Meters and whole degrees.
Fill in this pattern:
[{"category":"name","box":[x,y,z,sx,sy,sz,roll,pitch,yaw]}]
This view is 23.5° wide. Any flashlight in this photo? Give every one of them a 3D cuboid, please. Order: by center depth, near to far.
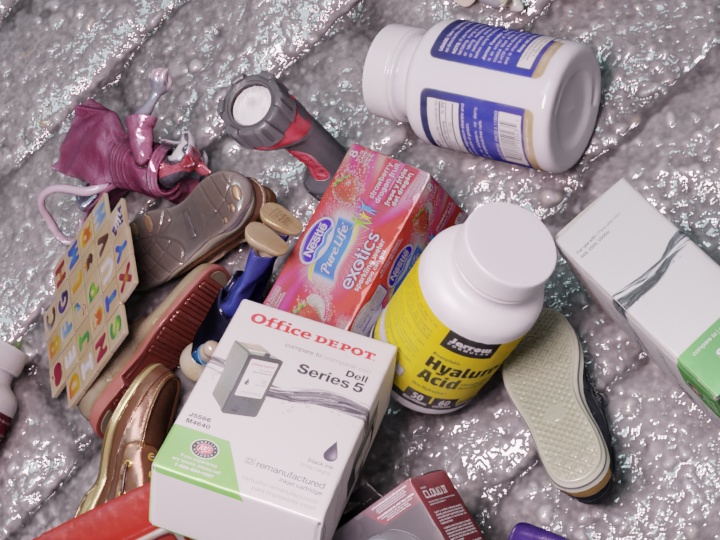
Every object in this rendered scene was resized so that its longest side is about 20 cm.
[{"category":"flashlight","box":[-0.059,-0.113,1.593,0.067,0.200,0.068,24,80,30]}]

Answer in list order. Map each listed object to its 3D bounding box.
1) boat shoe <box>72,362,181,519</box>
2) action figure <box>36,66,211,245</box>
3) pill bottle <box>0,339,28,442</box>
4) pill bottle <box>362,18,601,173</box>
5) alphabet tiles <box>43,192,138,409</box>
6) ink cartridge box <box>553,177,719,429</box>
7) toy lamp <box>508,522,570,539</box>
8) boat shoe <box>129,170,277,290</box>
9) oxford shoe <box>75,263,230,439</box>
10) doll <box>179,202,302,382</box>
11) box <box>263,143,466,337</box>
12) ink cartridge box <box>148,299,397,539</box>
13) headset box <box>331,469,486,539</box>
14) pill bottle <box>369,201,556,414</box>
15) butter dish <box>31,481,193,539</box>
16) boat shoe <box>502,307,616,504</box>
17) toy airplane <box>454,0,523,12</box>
[{"category":"boat shoe","box":[-0.206,0.188,1.616,0.067,0.072,0.201,17,83,24]},{"category":"action figure","box":[-0.227,-0.106,1.691,0.199,0.134,0.149,11,51,48]},{"category":"pill bottle","box":[-0.407,0.155,1.693,0.113,0.113,0.201,20,78,30]},{"category":"pill bottle","box":[0.108,-0.166,1.587,0.199,0.120,0.120,16,76,29]},{"category":"alphabet tiles","box":[-0.263,0.029,1.669,0.200,0.006,0.167,-50,42,41]},{"category":"ink cartridge box","box":[0.264,0.036,1.416,0.083,0.147,0.200,-43,59,1]},{"category":"toy lamp","box":[0.084,0.236,1.467,0.199,0.058,0.059,3,70,24]},{"category":"boat shoe","box":[-0.160,-0.032,1.684,0.199,0.072,0.076,-25,72,35]},{"category":"oxford shoe","box":[-0.207,0.064,1.666,0.200,0.070,0.075,-50,53,-3]},{"category":"doll","box":[-0.114,0.031,1.603,0.048,0.137,0.200,31,124,1]},{"category":"box","box":[0.000,0.000,1.579,0.095,0.100,0.201,24,81,30]},{"category":"ink cartridge box","box":[-0.069,0.134,1.423,0.145,0.084,0.200,17,46,9]},{"category":"headset box","box":[0.041,0.271,1.416,0.149,0.077,0.201,-37,75,21]},{"category":"pill bottle","box":[0.088,0.030,1.459,0.111,0.200,0.112,11,55,-15]},{"category":"butter dish","box":[-0.172,0.272,1.527,0.199,0.148,0.201,-26,102,12]},{"category":"boat shoe","box":[0.171,0.116,1.476,0.074,0.062,0.201,-25,46,11]},{"category":"toy airplane","box":[0.146,-0.327,1.591,0.198,0.200,0.142,-9,53,22]}]
